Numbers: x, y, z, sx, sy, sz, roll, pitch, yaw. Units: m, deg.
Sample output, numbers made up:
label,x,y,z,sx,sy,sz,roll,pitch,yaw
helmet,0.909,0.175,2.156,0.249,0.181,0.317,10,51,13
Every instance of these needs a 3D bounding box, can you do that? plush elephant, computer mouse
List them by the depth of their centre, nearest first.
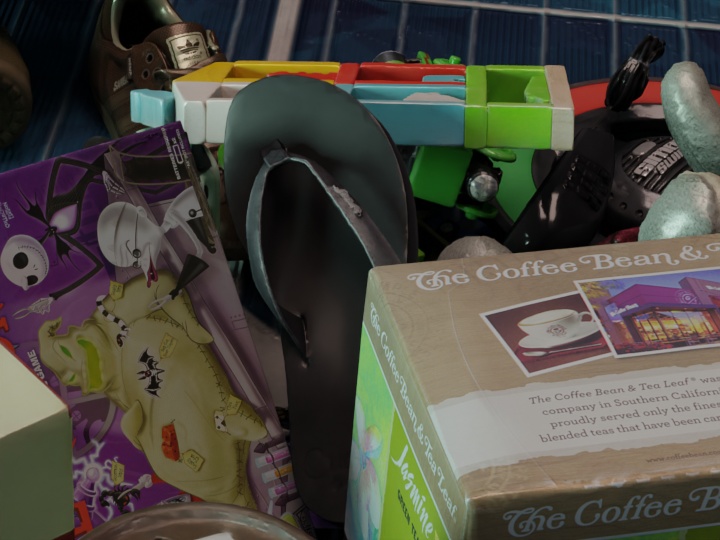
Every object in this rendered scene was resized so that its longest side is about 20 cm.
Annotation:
label,x,y,z,sx,sy,sz,roll,pitch,yaw
plush elephant,0.164,-0.016,1.049,0.200,0.165,0.155,34,58,-23
computer mouse,0.117,-0.057,1.170,0.034,0.059,0.200,35,44,1

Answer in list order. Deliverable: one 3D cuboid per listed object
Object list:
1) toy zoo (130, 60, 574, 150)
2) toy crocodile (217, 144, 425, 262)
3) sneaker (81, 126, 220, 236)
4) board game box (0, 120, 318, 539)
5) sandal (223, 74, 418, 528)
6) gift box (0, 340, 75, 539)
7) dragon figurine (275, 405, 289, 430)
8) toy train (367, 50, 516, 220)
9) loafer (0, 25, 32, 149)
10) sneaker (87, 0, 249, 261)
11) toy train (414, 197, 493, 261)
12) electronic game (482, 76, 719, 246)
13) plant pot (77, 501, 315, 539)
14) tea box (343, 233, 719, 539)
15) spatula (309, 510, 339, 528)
label,x,y,z,sx,sy,sz,roll,pitch,yaw
toy zoo,-0.005,-0.076,1.091,0.199,0.021,0.131,1,13,3
toy crocodile,0.000,0.000,1.110,0.067,0.062,0.200,-7,40,-44
sneaker,-0.099,0.019,1.040,0.073,0.118,0.201,3,36,-1
board game box,-0.095,0.052,0.954,0.120,0.201,0.032,-19,2,-24
sandal,-0.011,0.004,0.973,0.076,0.043,0.201,-21,66,14
gift box,-0.226,0.088,0.871,0.186,0.201,0.184,-25,40,-32
dragon figurine,0.055,0.057,1.000,0.199,0.100,0.059,22,27,4
toy train,0.036,-0.073,1.199,0.056,0.042,0.200,15,17,-11
loafer,-0.266,-0.106,1.240,0.199,0.076,0.068,11,33,-4
sneaker,-0.092,-0.081,1.215,0.070,0.076,0.200,-14,39,-23
toy train,0.010,-0.036,1.191,0.046,0.034,0.200,-33,48,-16
electronic game,0.156,-0.040,1.212,0.199,0.042,0.200,2,36,-2
plant pot,-0.054,0.177,0.757,0.186,0.200,0.187,2,36,-2
tea box,0.106,0.102,0.880,0.199,0.197,0.134,-6,37,-13
spatula,-0.014,0.057,1.078,0.056,0.021,0.200,3,34,-12
